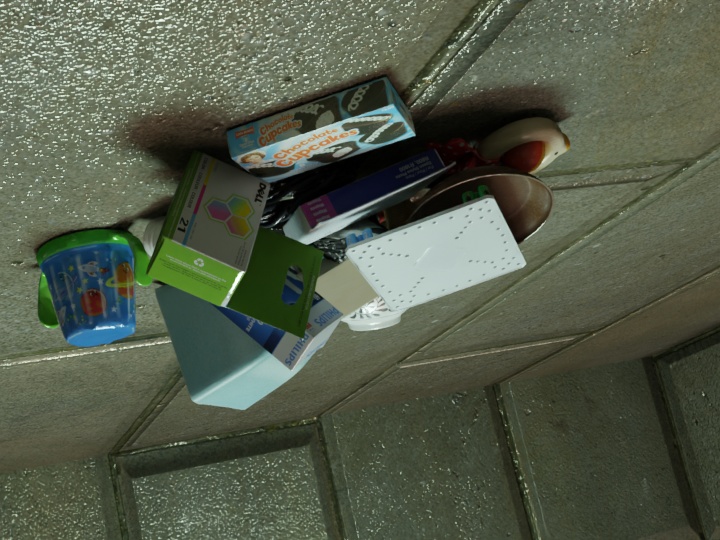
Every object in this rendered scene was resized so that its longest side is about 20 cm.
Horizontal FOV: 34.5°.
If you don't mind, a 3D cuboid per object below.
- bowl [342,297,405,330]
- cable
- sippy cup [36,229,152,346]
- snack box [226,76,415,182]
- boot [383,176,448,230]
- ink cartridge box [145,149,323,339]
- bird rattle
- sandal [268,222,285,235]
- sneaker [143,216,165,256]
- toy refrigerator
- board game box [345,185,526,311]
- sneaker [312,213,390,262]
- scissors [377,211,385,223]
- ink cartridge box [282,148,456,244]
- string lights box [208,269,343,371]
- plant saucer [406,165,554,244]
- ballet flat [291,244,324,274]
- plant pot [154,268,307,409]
[{"bbox_3d":[0.018,0.042,1.901,0.197,0.096,0.201,-9,-171,1],"label":"bowl"},{"bbox_3d":[-0.099,-0.094,1.513,0.197,0.052,0.163,-14,166,-1],"label":"cable"},{"bbox_3d":[-0.361,0.029,1.568,0.137,0.133,0.178,-7,165,-23],"label":"sippy cup"},{"bbox_3d":[-0.044,-0.159,1.345,0.197,0.038,0.116,-17,165,12],"label":"snack box"},{"bbox_3d":[0.130,-0.056,1.657,0.198,0.146,0.071,-15,166,-25],"label":"boot"},{"bbox_3d":[-0.131,-0.031,1.348,0.197,0.149,0.076,23,136,-12],"label":"ink cartridge box"},{"bbox_3d":[0.189,-0.154,1.538,0.162,0.114,0.199,-34,144,27],"label":"bird rattle"},{"bbox_3d":[-0.188,-0.025,1.694,0.197,0.046,0.075,-18,165,17],"label":"sandal"},{"bbox_3d":[-0.193,-0.029,1.565,0.198,0.076,0.099,0,-171,-45],"label":"sneaker"},{"bbox_3d":[0.000,0.000,1.706,0.198,0.077,0.070,-32,-160,-9],"label":"toy refrigerator"},{"bbox_3d":[0.100,-0.025,1.506,0.197,0.026,0.200,-20,149,12],"label":"board game box"},{"bbox_3d":[0.005,-0.054,1.608,0.199,0.080,0.074,13,153,50],"label":"sneaker"},{"bbox_3d":[0.056,-0.103,1.704,0.072,0.014,0.200,-4,161,-32],"label":"scissors"},{"bbox_3d":[0.006,-0.096,1.482,0.194,0.044,0.200,-24,177,-16],"label":"ink cartridge box"},{"bbox_3d":[-0.127,0.027,1.425,0.059,0.199,0.103,-55,171,23],"label":"string lights box"},{"bbox_3d":[0.150,-0.079,1.495,0.197,0.037,0.201,-10,151,-6],"label":"plant saucer"},{"bbox_3d":[-0.093,-0.023,1.761,0.071,0.073,0.200,-16,164,11],"label":"ballet flat"},{"bbox_3d":[-0.177,0.086,1.860,0.198,0.199,0.195,-28,162,15],"label":"plant pot"}]
